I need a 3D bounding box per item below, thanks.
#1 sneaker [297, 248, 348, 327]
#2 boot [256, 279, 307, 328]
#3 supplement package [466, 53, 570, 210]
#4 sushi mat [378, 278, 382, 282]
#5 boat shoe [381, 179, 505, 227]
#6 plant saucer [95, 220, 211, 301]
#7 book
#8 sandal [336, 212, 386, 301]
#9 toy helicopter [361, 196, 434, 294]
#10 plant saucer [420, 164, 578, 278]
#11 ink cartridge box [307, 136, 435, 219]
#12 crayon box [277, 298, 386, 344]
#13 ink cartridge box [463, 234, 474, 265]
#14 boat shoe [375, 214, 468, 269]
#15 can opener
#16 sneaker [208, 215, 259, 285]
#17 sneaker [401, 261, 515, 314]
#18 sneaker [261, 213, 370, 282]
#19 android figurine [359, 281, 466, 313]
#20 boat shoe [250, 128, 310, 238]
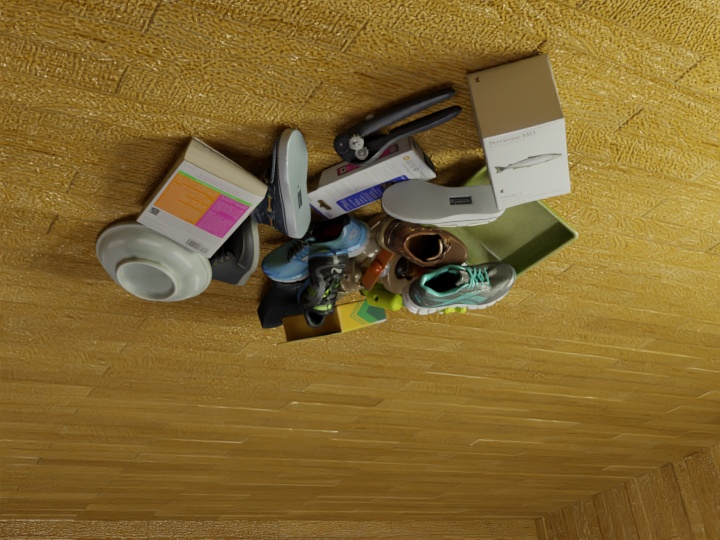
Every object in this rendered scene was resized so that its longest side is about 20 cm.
[{"bbox_3d":[-0.059,0.029,1.546,0.070,0.083,0.200,-4,148,-19],"label":"sneaker"},{"bbox_3d":[-0.104,0.049,1.749,0.163,0.066,0.200,2,150,-14],"label":"boot"},{"bbox_3d":[0.231,-0.195,1.331,0.116,0.118,0.200,-13,152,10],"label":"supplement package"},{"bbox_3d":[0.078,0.011,1.749,0.095,0.012,0.200,5,158,14],"label":"sushi mat"},{"bbox_3d":[0.130,-0.101,1.464,0.198,0.073,0.066,-4,158,-9],"label":"boat shoe"},{"bbox_3d":[-0.351,0.000,1.542,0.198,0.050,0.201,7,143,5],"label":"plant saucer"},{"bbox_3d":[-0.244,-0.101,1.405,0.133,0.048,0.200,30,140,-19],"label":"book"},{"bbox_3d":[-0.004,-0.002,1.601,0.077,0.070,0.212,24,116,-34],"label":"sandal"},{"bbox_3d":[0.057,-0.046,1.546,0.132,0.079,0.201,-32,131,-28],"label":"toy helicopter"},{"bbox_3d":[0.231,-0.084,1.548,0.200,0.048,0.199,38,135,-15],"label":"plant saucer"},{"bbox_3d":[0.010,-0.144,1.454,0.199,0.037,0.095,-22,150,20],"label":"ink cartridge box"},{"bbox_3d":[-0.054,0.092,1.698,0.126,0.051,0.200,-13,179,29],"label":"crayon box"},{"bbox_3d":[0.165,-0.024,1.716,0.198,0.044,0.198,-12,152,10],"label":"ink cartridge box"},{"bbox_3d":[0.111,-0.035,1.498,0.199,0.067,0.072,15,101,-44],"label":"boat shoe"},{"bbox_3d":[0.050,-0.211,1.330,0.199,0.079,0.064,-25,109,23],"label":"can opener"},{"bbox_3d":[-0.233,-0.029,1.557,0.105,0.075,0.200,2,152,-18],"label":"sneaker"},{"bbox_3d":[0.171,0.023,1.528,0.198,0.078,0.091,-14,163,-13],"label":"sneaker"},{"bbox_3d":[-0.087,-0.050,1.566,0.199,0.079,0.090,-25,147,15],"label":"sneaker"},{"bbox_3d":[0.098,0.049,1.671,0.199,0.041,0.181,13,-172,40],"label":"android figurine"},{"bbox_3d":[-0.132,-0.134,1.397,0.090,0.071,0.201,16,138,16],"label":"boat shoe"}]
